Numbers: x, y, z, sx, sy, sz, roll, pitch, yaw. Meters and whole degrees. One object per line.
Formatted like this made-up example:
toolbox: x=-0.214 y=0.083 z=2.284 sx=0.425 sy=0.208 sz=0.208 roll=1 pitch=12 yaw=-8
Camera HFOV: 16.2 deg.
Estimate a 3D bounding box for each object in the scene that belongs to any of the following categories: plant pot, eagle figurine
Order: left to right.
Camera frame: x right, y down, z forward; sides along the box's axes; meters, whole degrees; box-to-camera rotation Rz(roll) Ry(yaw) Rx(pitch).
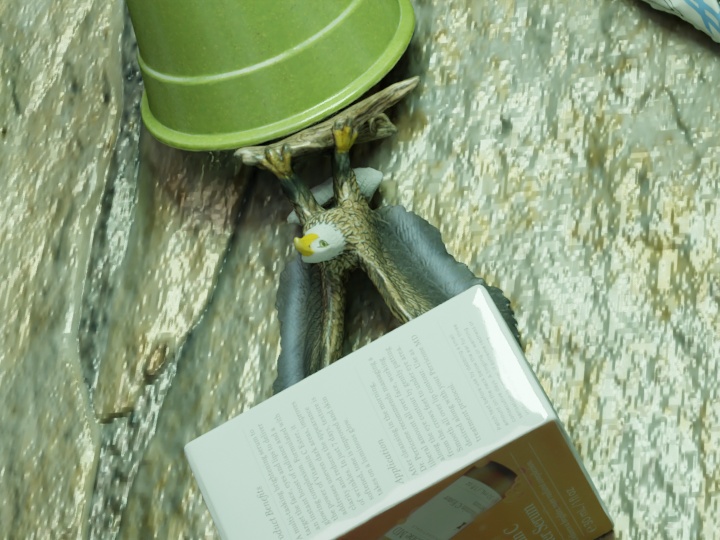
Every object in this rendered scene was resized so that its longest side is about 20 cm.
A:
plant pot: x=-0.087 y=-0.214 z=1.665 sx=0.200 sy=0.190 sz=0.200 roll=-16 pitch=33 yaw=11
eagle figurine: x=-0.005 y=0.001 z=1.602 sx=0.152 sy=0.151 sz=0.200 roll=-29 pitch=80 yaw=52

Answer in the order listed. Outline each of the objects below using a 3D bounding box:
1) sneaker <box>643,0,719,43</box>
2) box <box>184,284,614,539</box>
sneaker: x=0.219 y=-0.190 z=1.656 sx=0.072 sy=0.073 sz=0.200 roll=-29 pitch=62 yaw=-32
box: x=0.025 y=0.127 z=1.478 sx=0.200 sy=0.152 sz=0.106 roll=-29 pitch=55 yaw=3
